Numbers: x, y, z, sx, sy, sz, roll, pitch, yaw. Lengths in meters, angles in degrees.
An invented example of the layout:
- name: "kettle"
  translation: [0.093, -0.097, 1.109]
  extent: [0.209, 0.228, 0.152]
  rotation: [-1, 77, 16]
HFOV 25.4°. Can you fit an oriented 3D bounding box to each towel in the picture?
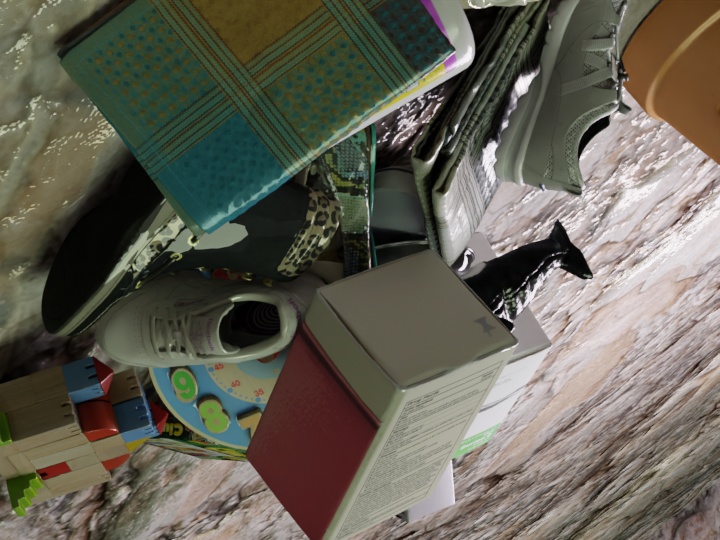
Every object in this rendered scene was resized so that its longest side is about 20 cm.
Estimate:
- name: "towel"
  translation: [-0.063, -0.132, 0.977]
  extent: [0.200, 0.147, 0.022]
  rotation: [-36, -171, 6]
- name: "towel"
  translation: [0.103, -0.113, 1.243]
  extent: [0.193, 0.034, 0.200]
  rotation: [-58, 162, -15]

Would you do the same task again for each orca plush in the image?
- name: "orca plush"
  translation: [0.115, 0.043, 1.340]
  extent: [0.200, 0.071, 0.105]
  rotation: [-23, 126, -19]

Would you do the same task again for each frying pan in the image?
- name: "frying pan"
  translation: [0.010, -0.005, 1.351]
  extent: [0.190, 0.031, 0.115]
  rotation: [5, 161, -31]

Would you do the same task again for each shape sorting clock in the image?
- name: "shape sorting clock"
  translation: [-0.079, 0.065, 1.338]
  extent: [0.200, 0.200, 0.039]
  rotation: [-36, -161, 10]

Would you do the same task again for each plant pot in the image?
- name: "plant pot"
  translation: [0.349, -0.174, 1.407]
  extent: [0.200, 0.140, 0.200]
  rotation: [-27, 156, -13]

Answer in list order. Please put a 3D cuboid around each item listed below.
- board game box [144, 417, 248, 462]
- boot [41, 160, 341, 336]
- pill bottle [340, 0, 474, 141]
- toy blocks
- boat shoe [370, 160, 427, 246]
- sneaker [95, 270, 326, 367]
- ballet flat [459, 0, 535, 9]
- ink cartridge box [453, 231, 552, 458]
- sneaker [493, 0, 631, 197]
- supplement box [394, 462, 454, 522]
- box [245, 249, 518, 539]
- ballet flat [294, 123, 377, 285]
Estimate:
- name: "board game box"
  translation: [-0.151, 0.164, 1.545]
  extent: [0.105, 0.024, 0.200]
  rotation: [-1, 167, 21]
- name: "boot"
  translation: [-0.124, -0.009, 1.173]
  extent: [0.154, 0.074, 0.204]
  rotation: [21, 122, -40]
- name: "pill bottle"
  translation: [-0.033, -0.132, 1.046]
  extent: [0.200, 0.104, 0.104]
  rotation: [-30, 158, -4]
- name: "toy blocks"
  translation: [-0.229, 0.127, 1.304]
  extent: [0.136, 0.100, 0.200]
  rotation: [-17, 156, -5]
- name: "boat shoe"
  translation: [0.041, -0.059, 1.353]
  extent: [0.071, 0.070, 0.200]
  rotation: [8, 164, 12]
- name: "sneaker"
  translation: [-0.125, 0.037, 1.243]
  extent: [0.200, 0.075, 0.100]
  rotation: [-9, -175, 20]
- name: "ballet flat"
  translation: [0.126, -0.225, 1.110]
  extent: [0.200, 0.070, 0.069]
  rotation: [-31, 158, -1]
- name: "ink cartridge box"
  translation: [0.094, 0.080, 1.595]
  extent: [0.084, 0.146, 0.200]
  rotation: [-19, 155, -27]
- name: "sneaker"
  translation: [0.178, -0.149, 1.239]
  extent: [0.200, 0.082, 0.075]
  rotation: [-67, 165, 3]
- name: "supplement box"
  translation: [0.005, 0.160, 1.555]
  extent: [0.061, 0.200, 0.109]
  rotation: [-15, 108, -32]
- name: "box"
  translation: [0.012, 0.100, 1.240]
  extent: [0.128, 0.109, 0.200]
  rotation: [-19, 146, -39]
- name: "ballet flat"
  translation: [-0.020, -0.035, 1.253]
  extent: [0.074, 0.074, 0.200]
  rotation: [-20, 125, -26]
